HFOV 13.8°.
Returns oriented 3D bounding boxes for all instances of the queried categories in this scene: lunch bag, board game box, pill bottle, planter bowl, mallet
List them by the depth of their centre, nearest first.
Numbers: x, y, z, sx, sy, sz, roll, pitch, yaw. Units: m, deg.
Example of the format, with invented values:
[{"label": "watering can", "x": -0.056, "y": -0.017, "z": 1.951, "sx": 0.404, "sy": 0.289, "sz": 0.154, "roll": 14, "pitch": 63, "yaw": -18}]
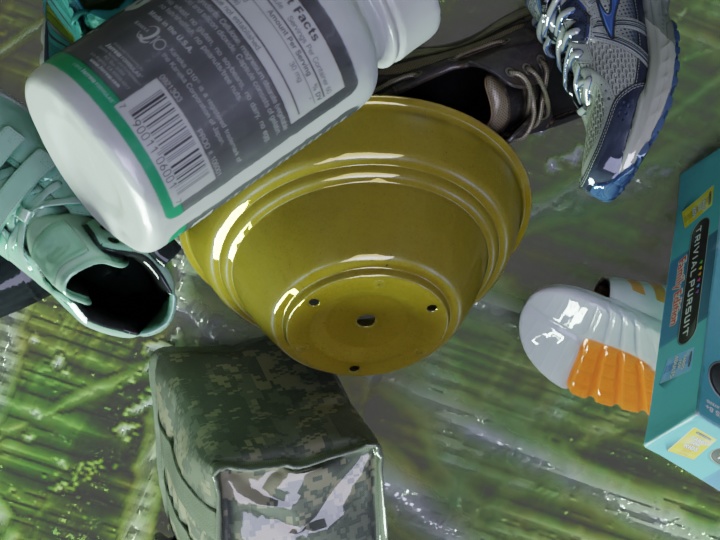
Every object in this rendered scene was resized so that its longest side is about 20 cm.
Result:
[{"label": "pill bottle", "x": -0.064, "y": -0.108, "z": 1.545, "sx": 0.200, "sy": 0.113, "sz": 0.113, "roll": -36, "pitch": 118, "yaw": -17}, {"label": "planter bowl", "x": 0.000, "y": 0.000, "z": 1.650, "sx": 0.200, "sy": 0.084, "sz": 0.201, "roll": -3, "pitch": 142, "yaw": -3}, {"label": "mallet", "x": -0.212, "y": -0.069, "z": 1.650, "sx": 0.066, "sy": 0.041, "sz": 0.200, "roll": -19, "pitch": 113, "yaw": -2}, {"label": "board game box", "x": 0.242, "y": 0.046, "z": 1.697, "sx": 0.151, "sy": 0.200, "sz": 0.047, "roll": 31, "pitch": 137, "yaw": -22}, {"label": "lunch bag", "x": -0.053, "y": 0.158, "z": 1.713, "sx": 0.117, "sy": 0.164, "sz": 0.200, "roll": -9, "pitch": 116, "yaw": -12}]

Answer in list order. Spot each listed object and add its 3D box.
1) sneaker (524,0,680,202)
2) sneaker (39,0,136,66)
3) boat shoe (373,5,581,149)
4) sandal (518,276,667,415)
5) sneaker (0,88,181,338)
[{"label": "sneaker", "x": 0.126, "y": -0.129, "z": 1.616, "sx": 0.085, "sy": 0.200, "sz": 0.077, "roll": 13, "pitch": 151, "yaw": -7}, {"label": "sneaker", "x": -0.139, "y": -0.131, "z": 1.607, "sx": 0.077, "sy": 0.080, "sz": 0.200, "roll": -14, "pitch": 118, "yaw": -3}, {"label": "boat shoe", "x": 0.076, "y": -0.095, "z": 1.666, "sx": 0.200, "sy": 0.073, "sz": 0.075, "roll": -16, "pitch": 117, "yaw": -2}, {"label": "sandal", "x": 0.189, "y": 0.048, "z": 1.763, "sx": 0.206, "sy": 0.059, "sz": 0.079, "roll": 21, "pitch": 137, "yaw": -12}, {"label": "sneaker", "x": -0.176, "y": -0.037, "z": 1.589, "sx": 0.200, "sy": 0.118, "sz": 0.074, "roll": 34, "pitch": 95, "yaw": -18}]
